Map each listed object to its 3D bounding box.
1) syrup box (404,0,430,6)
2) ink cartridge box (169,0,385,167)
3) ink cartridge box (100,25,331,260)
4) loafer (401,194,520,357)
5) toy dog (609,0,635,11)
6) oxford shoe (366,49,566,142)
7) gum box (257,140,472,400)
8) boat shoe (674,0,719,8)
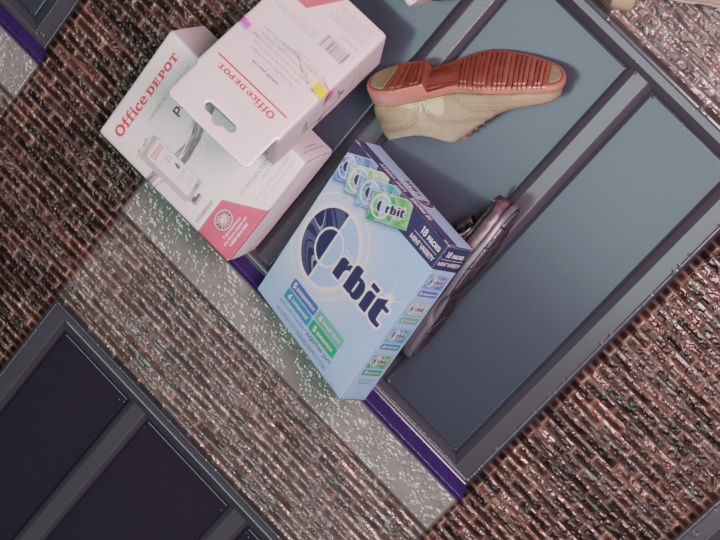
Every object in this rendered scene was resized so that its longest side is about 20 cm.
[{"bbox_3d":[0.039,-0.364,1.444,0.078,0.081,0.202,-29,92,23],"label":"syrup box"},{"bbox_3d":[-0.084,-0.192,1.477,0.116,0.068,0.200,43,73,7],"label":"ink cartridge box"},{"bbox_3d":[-0.153,-0.134,1.565,0.200,0.083,0.147,44,113,7],"label":"ink cartridge box"},{"bbox_3d":[0.084,-0.002,1.513,0.063,0.072,0.201,40,115,13],"label":"loafer"},{"bbox_3d":[0.222,-0.336,1.334,0.130,0.096,0.203,-4,82,-3],"label":"toy dog"},{"bbox_3d":[0.108,-0.169,1.479,0.197,0.071,0.074,0,127,20],"label":"oxford shoe"},{"bbox_3d":[0.000,0.000,1.521,0.170,0.044,0.201,50,117,34],"label":"gum box"},{"bbox_3d":[0.356,-0.259,1.358,0.198,0.057,0.067,23,149,11],"label":"boat shoe"}]
